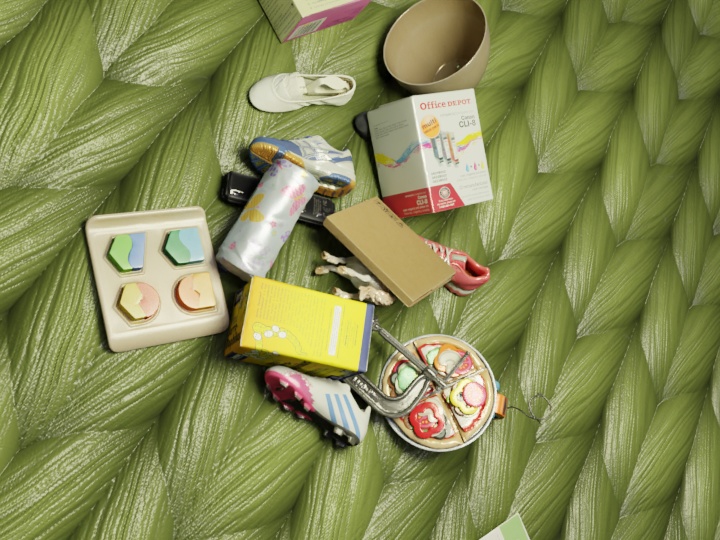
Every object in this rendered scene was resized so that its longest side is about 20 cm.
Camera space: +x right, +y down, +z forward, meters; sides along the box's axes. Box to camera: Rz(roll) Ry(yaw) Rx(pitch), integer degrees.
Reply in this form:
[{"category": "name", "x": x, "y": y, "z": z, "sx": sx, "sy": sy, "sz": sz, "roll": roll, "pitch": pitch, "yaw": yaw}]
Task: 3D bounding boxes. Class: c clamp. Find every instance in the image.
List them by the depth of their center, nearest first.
[{"category": "c clamp", "x": 0.054, "y": 0.149, "z": 1.255, "sx": 0.200, "sy": 0.027, "sz": 0.171, "roll": 35, "pitch": 75, "yaw": 6}]

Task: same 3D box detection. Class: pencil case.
[{"category": "pencil case", "x": -0.143, "y": -0.075, "z": 1.182, "sx": 0.091, "sy": 0.083, "sz": 0.201, "roll": 40, "pitch": 74, "yaw": -49}]

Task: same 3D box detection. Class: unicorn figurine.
[{"category": "unicorn figurine", "x": 0.000, "y": 0.000, "z": 1.260, "sx": 0.137, "sy": 0.074, "sz": 0.201, "roll": 8, "pitch": 41, "yaw": -31}]

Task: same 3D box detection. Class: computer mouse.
[{"category": "computer mouse", "x": 0.079, "y": -0.258, "z": 1.412, "sx": 0.199, "sy": 0.034, "sz": 0.059, "roll": 7, "pitch": 73, "yaw": -29}]

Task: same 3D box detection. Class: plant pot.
[{"category": "plant pot", "x": 0.159, "y": -0.396, "z": 1.424, "sx": 0.134, "sy": 0.199, "sz": 0.201, "roll": 42, "pitch": 52, "yaw": -56}]

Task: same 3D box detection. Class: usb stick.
[{"category": "usb stick", "x": -0.134, "y": -0.117, "z": 1.253, "sx": 0.199, "sy": 0.033, "sz": 0.056, "roll": 13, "pitch": 64, "yaw": -26}]

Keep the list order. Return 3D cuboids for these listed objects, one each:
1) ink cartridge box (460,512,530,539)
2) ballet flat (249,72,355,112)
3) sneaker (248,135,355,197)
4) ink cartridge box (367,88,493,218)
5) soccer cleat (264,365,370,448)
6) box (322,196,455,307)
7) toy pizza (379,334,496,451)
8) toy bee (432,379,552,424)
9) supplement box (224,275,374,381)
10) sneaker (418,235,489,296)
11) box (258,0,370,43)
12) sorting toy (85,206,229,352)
[{"category": "ink cartridge box", "x": 0.212, "y": 0.521, "z": 1.274, "sx": 0.199, "sy": 0.048, "sz": 0.146, "roll": -22, "pitch": 89, "yaw": -33}, {"category": "ballet flat", "x": -0.095, "y": -0.317, "z": 1.309, "sx": 0.199, "sy": 0.069, "sz": 0.070, "roll": -10, "pitch": 82, "yaw": -31}, {"category": "sneaker", "x": -0.100, "y": -0.192, "z": 1.279, "sx": 0.199, "sy": 0.075, "sz": 0.089, "roll": 18, "pitch": 57, "yaw": -32}, {"category": "ink cartridge box", "x": 0.122, "y": -0.205, "z": 1.338, "sx": 0.145, "sy": 0.144, "sz": 0.201, "roll": -15, "pitch": 96, "yaw": -31}, {"category": "soccer cleat", "x": -0.065, "y": 0.198, "z": 1.195, "sx": 0.200, "sy": 0.070, "sz": 0.087, "roll": 43, "pitch": 52, "yaw": -20}, {"category": "box", "x": 0.051, "y": -0.036, "z": 1.259, "sx": 0.200, "sy": 0.021, "sz": 0.163, "roll": 45, "pitch": 35, "yaw": 12}, {"category": "toy pizza", "x": 0.131, "y": 0.201, "z": 1.269, "sx": 0.199, "sy": 0.032, "sz": 0.201, "roll": 0, "pitch": 68, "yaw": 0}, {"category": "toy bee", "x": 0.215, "y": 0.241, "z": 1.332, "sx": 0.199, "sy": 0.109, "sz": 0.131, "roll": 34, "pitch": 69, "yaw": 10}, {"category": "supplement box", "x": -0.094, "y": 0.094, "z": 1.163, "sx": 0.199, "sy": 0.109, "sz": 0.110, "roll": 15, "pitch": 70, "yaw": -19}, {"category": "sneaker", "x": 0.149, "y": -0.023, "z": 1.359, "sx": 0.199, "sy": 0.087, "sz": 0.074, "roll": 24, "pitch": 65, "yaw": -22}, {"category": "box", "x": -0.102, "y": -0.536, "z": 1.345, "sx": 0.175, "sy": 0.097, "sz": 0.201, "roll": -30, "pitch": 94, "yaw": -32}, {"category": "sorting toy", "x": -0.298, "y": 0.007, "z": 1.123, "sx": 0.184, "sy": 0.036, "sz": 0.201, "roll": -9, "pitch": 82, "yaw": -32}]
